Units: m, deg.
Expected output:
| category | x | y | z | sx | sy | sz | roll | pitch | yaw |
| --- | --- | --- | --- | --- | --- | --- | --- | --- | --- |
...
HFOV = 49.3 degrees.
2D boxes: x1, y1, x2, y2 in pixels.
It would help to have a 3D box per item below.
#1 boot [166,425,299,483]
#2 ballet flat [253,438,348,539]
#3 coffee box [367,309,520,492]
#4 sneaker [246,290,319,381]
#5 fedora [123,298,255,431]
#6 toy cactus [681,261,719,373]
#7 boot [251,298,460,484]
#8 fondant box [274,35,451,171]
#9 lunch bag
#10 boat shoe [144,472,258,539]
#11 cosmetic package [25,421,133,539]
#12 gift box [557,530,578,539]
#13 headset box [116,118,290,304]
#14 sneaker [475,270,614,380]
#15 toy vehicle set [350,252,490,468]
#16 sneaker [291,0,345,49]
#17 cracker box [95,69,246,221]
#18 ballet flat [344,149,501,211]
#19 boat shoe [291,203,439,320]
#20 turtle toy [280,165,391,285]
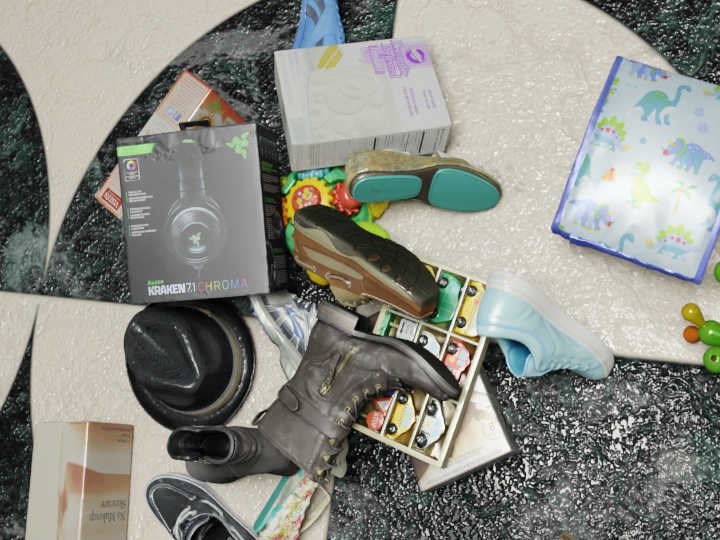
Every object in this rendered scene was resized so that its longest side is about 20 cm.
| category | x | y | z | sx | sy | sz | roll | pitch | yaw |
| --- | --- | --- | --- | --- | --- | --- | --- | --- | --- |
| boot | -0.175 | 0.206 | 0.914 | 0.197 | 0.130 | 0.072 | -19 | 63 | 38 |
| ballet flat | -0.055 | 0.243 | 0.935 | 0.063 | 0.076 | 0.203 | 31 | 93 | -9 |
| coffee box | 0.088 | 0.133 | 0.898 | 0.111 | 0.080 | 0.204 | -26 | 70 | 11 |
| sneaker | -0.076 | 0.066 | 0.980 | 0.084 | 0.077 | 0.203 | -29 | 77 | -2 |
| fedora | -0.235 | 0.110 | 1.001 | 0.196 | 0.091 | 0.206 | -4 | 76 | 17 |
| toy cactus | 0.426 | 0.085 | 0.807 | 0.161 | 0.103 | 0.205 | -12 | 70 | -5 |
| boot | -0.007 | 0.144 | 0.828 | 0.197 | 0.069 | 0.177 | 26 | 92 | 27 |
| fondant box | -0.001 | -0.208 | 0.969 | 0.195 | 0.059 | 0.147 | -8 | 63 | -11 |
| lunch bag | 0.319 | -0.101 | 0.854 | 0.167 | 0.128 | 0.203 | 20 | 74 | 21 |
| boat shoe | -0.195 | 0.312 | 0.954 | 0.198 | 0.068 | 0.073 | 32 | 88 | 22 |
| cosmetic package | -0.355 | 0.297 | 0.993 | 0.085 | 0.103 | 0.205 | -4 | 77 | 18 |
| gift box | 0.218 | 0.382 | 0.738 | 0.185 | 0.200 | 0.187 | 34 | 94 | 20 |
| headset box | -0.181 | -0.070 | 0.915 | 0.169 | 0.093 | 0.206 | -4 | 91 | 9 |
| sneaker | 0.189 | 0.082 | 0.831 | 0.073 | 0.198 | 0.083 | 8 | 67 | 61 |
| toy vehicle set | 0.069 | 0.094 | 0.855 | 0.122 | 0.026 | 0.204 | 18 | 83 | 22 |
| sneaker | -0.047 | -0.325 | 1.064 | 0.076 | 0.066 | 0.205 | 9 | 80 | 8 |
| cracker box | -0.241 | -0.144 | 1.042 | 0.057 | 0.134 | 0.202 | 35 | 89 | 22 |
| ballet flat | 0.075 | -0.115 | 0.942 | 0.195 | 0.071 | 0.073 | 2 | 75 | -15 |
| boat shoe | 0.000 | 0.000 | 0.864 | 0.198 | 0.075 | 0.075 | 35 | 121 | 31 |
| turtle toy | -0.036 | -0.060 | 0.972 | 0.199 | 0.101 | 0.147 | 39 | 91 | 22 |
